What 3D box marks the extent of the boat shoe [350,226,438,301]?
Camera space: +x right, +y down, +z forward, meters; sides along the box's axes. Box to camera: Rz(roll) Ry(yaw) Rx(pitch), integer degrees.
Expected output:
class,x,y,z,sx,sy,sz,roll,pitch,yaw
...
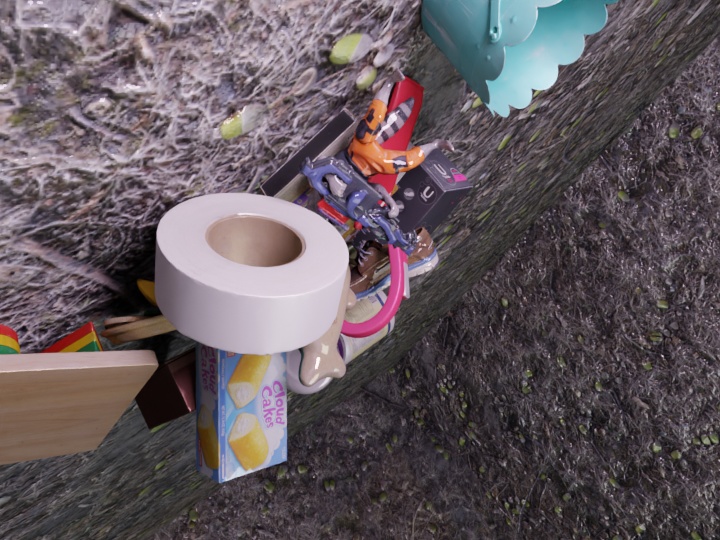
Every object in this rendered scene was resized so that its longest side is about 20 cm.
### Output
class,x,y,z,sx,sy,sz,roll,pitch,yaw
boat shoe,0.025,-0.013,0.919,0.197,0.074,0.072,-24,-156,-6

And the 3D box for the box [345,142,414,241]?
class,x,y,z,sx,sy,sz,roll,pitch,yaw
box,0.017,-0.125,0.911,0.200,0.042,0.038,-49,162,31

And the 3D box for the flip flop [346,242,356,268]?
class,x,y,z,sx,sy,sz,roll,pitch,yaw
flip flop,-0.037,-0.004,1.090,0.198,0.058,0.081,-34,164,-24

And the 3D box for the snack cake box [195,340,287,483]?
class,x,y,z,sx,sy,sz,roll,pitch,yaw
snack cake box,-0.164,0.171,0.789,0.114,0.205,0.066,-3,-176,-44

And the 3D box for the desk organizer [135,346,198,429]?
class,x,y,z,sx,sy,sz,roll,pitch,yaw
desk organizer,-0.281,0.179,0.865,0.071,0.078,0.199,-26,177,-41

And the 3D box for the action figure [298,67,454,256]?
class,x,y,z,sx,sy,sz,roll,pitch,yaw
action figure,0.017,-0.113,0.694,0.192,0.105,0.200,-38,130,10

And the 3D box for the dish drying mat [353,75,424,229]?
class,x,y,z,sx,sy,sz,roll,pitch,yaw
dish drying mat,0.039,-0.153,0.765,0.076,0.018,0.204,-8,120,-61

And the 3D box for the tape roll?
class,x,y,z,sx,sy,sz,roll,pitch,yaw
tape roll,-0.113,-0.005,0.601,0.201,0.201,0.072,-24,138,-45

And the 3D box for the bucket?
class,x,y,z,sx,sy,sz,roll,pitch,yaw
bucket,0.174,-0.292,0.630,0.206,0.135,0.208,-37,166,-11

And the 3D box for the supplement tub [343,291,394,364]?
class,x,y,z,sx,sy,sz,roll,pitch,yaw
supplement tub,-0.034,0.128,1.314,0.198,0.146,0.146,-31,163,-28

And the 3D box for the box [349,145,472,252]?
class,x,y,z,sx,sy,sz,roll,pitch,yaw
box,0.079,-0.106,0.990,0.121,0.106,0.201,-19,154,-54

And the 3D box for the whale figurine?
class,x,y,z,sx,sy,sz,roll,pitch,yaw
whale figurine,-0.077,0.053,0.783,0.157,0.205,0.103,-9,178,-43

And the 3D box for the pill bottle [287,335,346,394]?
class,x,y,z,sx,sy,sz,roll,pitch,yaw
pill bottle,-0.086,0.153,1.038,0.112,0.113,0.200,-40,175,2

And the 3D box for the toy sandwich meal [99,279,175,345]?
class,x,y,z,sx,sy,sz,roll,pitch,yaw
toy sandwich meal,-0.214,0.032,0.687,0.201,0.072,0.205,-14,179,0

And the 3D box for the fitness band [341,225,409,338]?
class,x,y,z,sx,sy,sz,roll,pitch,yaw
fitness band,0.000,0.000,0.855,0.141,0.204,0.037,-13,156,21

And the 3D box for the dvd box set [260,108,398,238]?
class,x,y,z,sx,sy,sz,roll,pitch,yaw
dvd box set,-0.033,-0.113,0.776,0.146,0.030,0.200,-42,155,4

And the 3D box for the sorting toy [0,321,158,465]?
class,x,y,z,sx,sy,sz,roll,pitch,yaw
sorting toy,-0.350,0.126,0.596,0.198,0.070,0.199,6,137,-46
